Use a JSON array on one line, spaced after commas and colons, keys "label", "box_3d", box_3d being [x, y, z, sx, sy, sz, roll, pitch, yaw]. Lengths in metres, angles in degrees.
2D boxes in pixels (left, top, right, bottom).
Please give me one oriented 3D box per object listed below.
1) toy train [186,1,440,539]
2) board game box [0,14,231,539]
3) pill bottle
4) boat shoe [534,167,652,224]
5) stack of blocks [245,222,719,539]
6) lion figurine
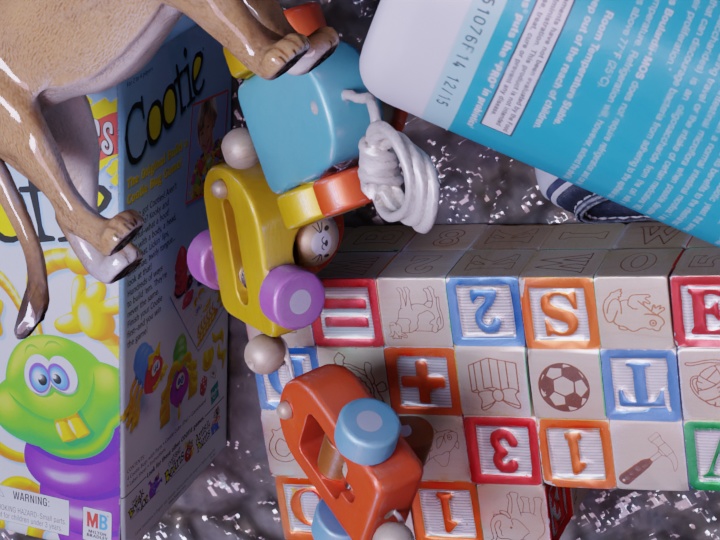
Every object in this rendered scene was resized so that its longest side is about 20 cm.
[{"label": "toy train", "box_3d": [0.000, 0.000, 0.749, 0.150, 0.056, 0.200, 50, 146, 34]}, {"label": "board game box", "box_3d": [-0.118, -0.006, 0.852, 0.103, 0.105, 0.201, 11, 115, 18]}, {"label": "pill bottle", "box_3d": [0.108, -0.067, 0.648, 0.200, 0.111, 0.111, 24, 119, 0]}, {"label": "boat shoe", "box_3d": [0.160, -0.023, 0.730, 0.200, 0.071, 0.091, -12, 77, 19]}, {"label": "stack of blocks", "box_3d": [0.062, 0.045, 0.828, 0.199, 0.059, 0.115, -1, 111, 22]}, {"label": "lion figurine", "box_3d": [-0.084, -0.081, 0.671, 0.123, 0.072, 0.200, 47, 112, 4]}]
